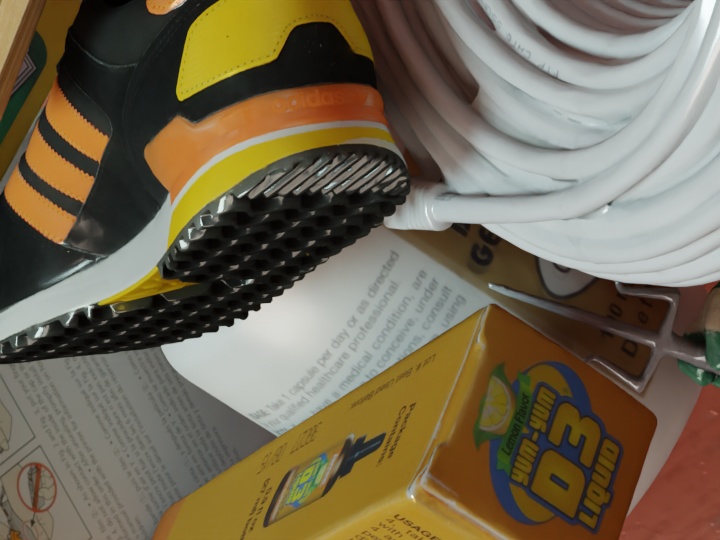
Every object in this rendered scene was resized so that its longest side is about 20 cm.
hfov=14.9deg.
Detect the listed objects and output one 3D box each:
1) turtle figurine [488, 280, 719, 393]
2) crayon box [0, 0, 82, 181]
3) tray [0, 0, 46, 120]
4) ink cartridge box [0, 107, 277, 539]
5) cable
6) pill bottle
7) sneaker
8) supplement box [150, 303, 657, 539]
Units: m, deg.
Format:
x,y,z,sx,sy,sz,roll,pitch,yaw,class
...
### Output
x,y,z,sx,sy,sz,roll,pitch,yaw,class
0.138,-0.029,0.754,0.199,0.101,0.150,3,161,-1,turtle figurine
-0.151,-0.066,0.772,0.058,0.201,0.119,-11,132,40,crayon box
-0.099,-0.146,0.673,0.098,0.201,0.037,22,-173,0,tray
-0.099,0.067,0.883,0.043,0.173,0.201,-17,106,45,ink cartridge box
0.065,-0.096,0.650,0.200,0.069,0.201,21,117,48,cable
0.000,0.000,0.849,0.199,0.115,0.114,33,142,-14,pill bottle
-0.055,-0.035,0.730,0.070,0.091,0.200,-5,167,-31,sneaker
0.000,0.081,0.799,0.069,0.067,0.200,32,146,-14,supplement box
